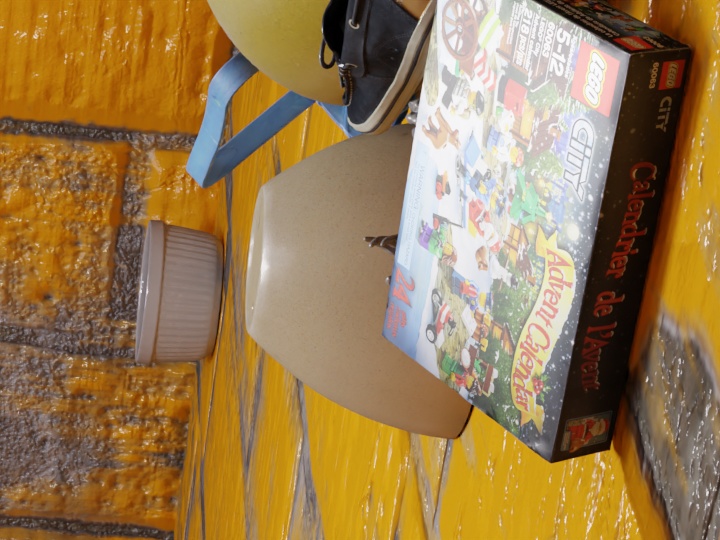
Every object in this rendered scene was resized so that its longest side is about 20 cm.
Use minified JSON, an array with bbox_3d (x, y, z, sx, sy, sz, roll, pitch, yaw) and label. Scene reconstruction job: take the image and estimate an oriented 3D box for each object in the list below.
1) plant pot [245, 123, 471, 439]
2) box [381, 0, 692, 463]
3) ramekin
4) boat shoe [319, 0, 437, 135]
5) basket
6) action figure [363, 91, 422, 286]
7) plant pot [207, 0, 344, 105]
[{"bbox_3d":[0.000,0.000,1.611,0.200,0.134,0.201,-175,90,-82],"label":"plant pot"},{"bbox_3d":[0.076,-0.032,1.188,0.137,0.038,0.200,37,126,46],"label":"box"},{"bbox_3d":[-0.250,0.033,3.592,0.200,0.105,0.200,-174,90,-82],"label":"ramekin"},{"bbox_3d":[0.015,-0.126,1.326,0.075,0.062,0.200,-58,-1,-16],"label":"boat shoe"},{"bbox_3d":[-0.025,-0.140,1.645,0.200,0.139,0.176,-43,-5,-21],"label":"basket"},{"bbox_3d":[0.058,-0.035,1.331,0.200,0.102,0.119,-97,26,-64],"label":"action figure"},{"bbox_3d":[0.022,-0.206,1.493,0.142,0.200,0.200,-14,69,58],"label":"plant pot"}]
